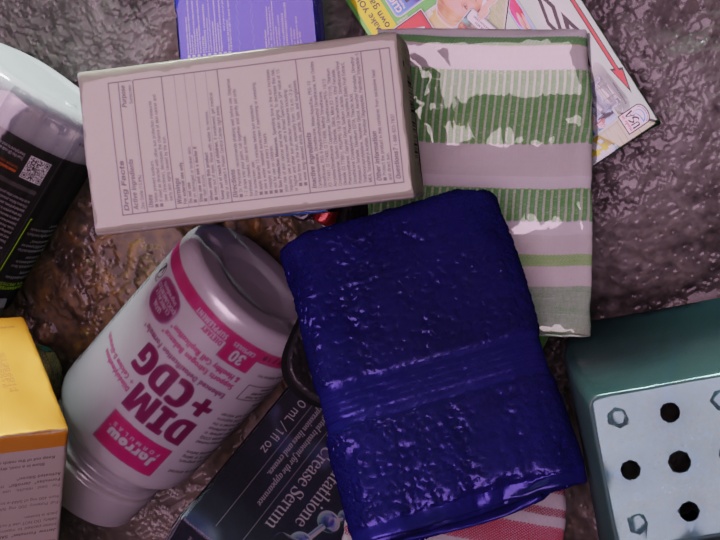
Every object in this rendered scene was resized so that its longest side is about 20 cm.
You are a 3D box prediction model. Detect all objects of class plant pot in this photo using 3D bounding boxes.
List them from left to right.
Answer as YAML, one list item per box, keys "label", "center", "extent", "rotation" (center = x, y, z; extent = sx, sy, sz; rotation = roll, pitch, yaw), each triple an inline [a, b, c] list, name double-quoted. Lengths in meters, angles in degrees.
- label: "plant pot"
  center: [0.200, 0.101, 1.010]
  extent: [0.140, 0.200, 0.143]
  rotation: [-11, 91, 12]

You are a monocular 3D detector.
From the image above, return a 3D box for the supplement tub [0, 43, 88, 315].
- label: "supplement tub"
  center: [-0.271, -0.049, 1.148]
  extent: [0.122, 0.122, 0.201]
  rotation: [35, 100, 8]

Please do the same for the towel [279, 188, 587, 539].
- label: "towel"
  center: [0.041, 0.059, 1.008]
  extent: [0.146, 0.050, 0.202]
  rotation: [-15, 73, -4]

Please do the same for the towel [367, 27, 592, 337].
- label: "towel"
  center: [0.074, -0.059, 1.063]
  extent: [0.151, 0.023, 0.202]
  rotation: [1, 78, 9]

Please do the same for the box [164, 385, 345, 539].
- label: "box"
  center: [-0.014, 0.194, 1.071]
  extent: [0.199, 0.149, 0.107]
  rotation: [37, 140, 4]

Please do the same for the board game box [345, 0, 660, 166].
- label: "board game box"
  center: [0.092, -0.146, 1.107]
  extent: [0.134, 0.029, 0.201]
  rotation: [-34, 86, 12]

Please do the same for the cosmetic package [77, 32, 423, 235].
- label: "cosmetic package"
  center: [-0.065, -0.083, 1.023]
  extent: [0.198, 0.087, 0.105]
  rotation: [-5, 93, 6]

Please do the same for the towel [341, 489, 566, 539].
- label: "towel"
  center: [0.054, 0.187, 1.014]
  extent: [0.145, 0.030, 0.202]
  rotation: [13, 60, -12]

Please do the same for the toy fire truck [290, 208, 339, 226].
- label: "toy fire truck"
  center: [-0.073, -0.131, 1.135]
  extent: [0.199, 0.049, 0.142]
  rotation: [27, 97, 9]

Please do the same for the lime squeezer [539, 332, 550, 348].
- label: "lime squeezer"
  center: [0.109, 0.122, 1.102]
  extent: [0.070, 0.038, 0.202]
  rotation: [-11, 110, 0]

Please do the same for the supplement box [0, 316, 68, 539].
- label: "supplement box"
  center: [-0.249, 0.150, 1.092]
  extent: [0.073, 0.126, 0.202]
  rotation: [-5, 125, -25]

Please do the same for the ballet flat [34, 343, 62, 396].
- label: "ballet flat"
  center: [-0.284, 0.128, 1.192]
  extent: [0.071, 0.071, 0.200]
  rotation: [44, 105, 7]

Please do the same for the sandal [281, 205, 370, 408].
- label: "sandal"
  center: [0.000, 0.000, 1.095]
  extent: [0.075, 0.045, 0.201]
  rotation: [34, 68, -13]

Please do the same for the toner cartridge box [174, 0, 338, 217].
- label: "toner cartridge box"
  center: [-0.070, -0.135, 1.087]
  extent: [0.094, 0.043, 0.202]
  rotation: [-4, 91, 9]

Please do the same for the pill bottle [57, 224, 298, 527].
- label: "pill bottle"
  center: [-0.132, 0.076, 1.123]
  extent: [0.113, 0.113, 0.200]
  rotation: [45, 111, 6]
